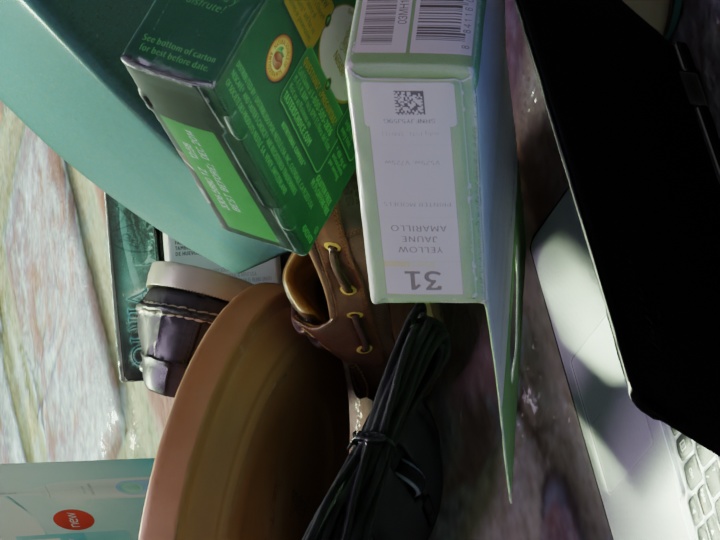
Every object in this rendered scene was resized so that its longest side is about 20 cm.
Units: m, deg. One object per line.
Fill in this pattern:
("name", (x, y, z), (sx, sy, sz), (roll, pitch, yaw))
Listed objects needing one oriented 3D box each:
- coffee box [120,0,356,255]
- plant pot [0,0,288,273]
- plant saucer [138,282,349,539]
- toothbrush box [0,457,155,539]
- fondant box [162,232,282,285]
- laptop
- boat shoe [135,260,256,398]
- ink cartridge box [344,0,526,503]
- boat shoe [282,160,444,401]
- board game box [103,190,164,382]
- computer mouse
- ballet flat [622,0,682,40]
("coffee box", (-0.007, -0.120, 0.881), (0.201, 0.044, 0.123), (-62, -26, -19))
("plant pot", (-0.080, -0.105, 1.068), (0.200, 0.141, 0.141), (49, 160, -9))
("plant saucer", (-0.045, 0.107, 1.044), (0.200, 0.032, 0.202), (11, -90, -73))
("toothbrush box", (-0.128, 0.166, 1.204), (0.147, 0.199, 0.086), (-127, 40, -58))
("fondant box", (-0.077, -0.074, 1.212), (0.144, 0.058, 0.201), (114, 153, -79))
("laptop", (0.072, 0.013, 0.778), (0.200, 0.115, 0.188), (122, 142, -50))
("boat shoe", (-0.065, 0.050, 1.117), (0.200, 0.072, 0.063), (59, -137, -72))
("ink cartridge box", (0.031, -0.037, 0.844), (0.146, 0.048, 0.201), (-82, -9, -47))
("boat shoe", (0.000, 0.000, 0.998), (0.200, 0.067, 0.072), (92, 170, -64))
("board game box", (-0.122, -0.061, 1.252), (0.136, 0.028, 0.201), (-99, 6, -59))
("computer mouse", (0.003, 0.113, 0.987), (0.200, 0.046, 0.141), (107, -172, -62))
("ballet flat", (0.080, -0.175, 0.826), (0.069, 0.069, 0.201), (-157, 67, -68))
